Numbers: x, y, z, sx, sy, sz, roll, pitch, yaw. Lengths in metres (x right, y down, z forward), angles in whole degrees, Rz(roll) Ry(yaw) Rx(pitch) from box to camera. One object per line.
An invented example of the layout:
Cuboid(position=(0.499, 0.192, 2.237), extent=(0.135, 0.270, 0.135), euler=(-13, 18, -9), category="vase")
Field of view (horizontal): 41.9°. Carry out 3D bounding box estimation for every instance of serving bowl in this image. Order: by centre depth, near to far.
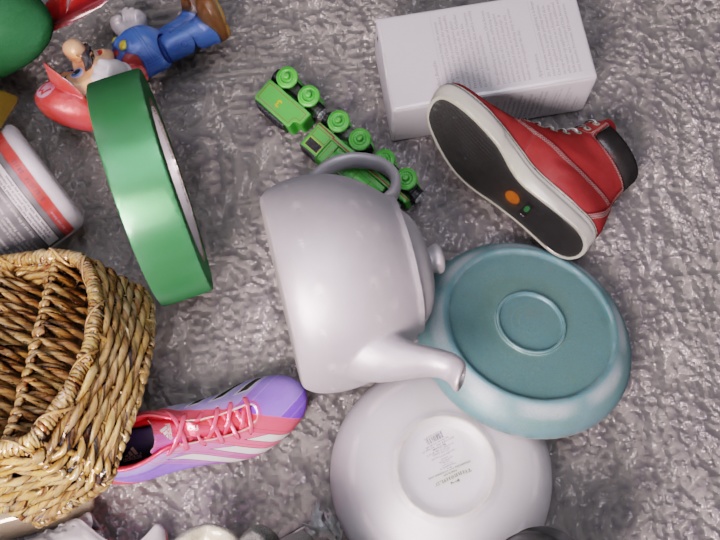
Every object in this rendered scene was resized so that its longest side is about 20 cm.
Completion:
Cuboid(position=(0.071, 0.172, 0.809), extent=(0.198, 0.066, 0.202), euler=(0, 71, 1), category="serving bowl")

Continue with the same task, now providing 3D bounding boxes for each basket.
Cuboid(position=(-0.261, 0.074, 0.743), extent=(0.142, 0.149, 0.201), euler=(-32, 39, 33), category="basket")

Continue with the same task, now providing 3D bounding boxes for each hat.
Cuboid(position=(-0.306, -0.214, 0.902), extent=(0.175, 0.201, 0.166), euler=(23, 31, -10), category="hat")

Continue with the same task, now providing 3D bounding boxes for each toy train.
Cuboid(position=(-0.023, -0.123, 0.921), extent=(0.200, 0.042, 0.056), euler=(42, 87, 13), category="toy train")

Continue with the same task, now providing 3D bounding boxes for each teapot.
Cuboid(position=(0.000, 0.000, 0.806), extent=(0.144, 0.197, 0.202), euler=(-14, 96, -6), category="teapot")

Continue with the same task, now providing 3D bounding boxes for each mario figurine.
Cuboid(position=(-0.231, -0.218, 0.914), extent=(0.199, 0.123, 0.106), euler=(-37, 87, -15), category="mario figurine")

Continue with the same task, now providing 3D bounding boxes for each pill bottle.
Cuboid(position=(-0.364, -0.031, 0.854), extent=(0.199, 0.116, 0.116), euler=(-38, 75, -11), category="pill bottle")

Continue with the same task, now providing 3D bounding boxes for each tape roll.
Cuboid(position=(-0.181, -0.072, 0.820), extent=(0.048, 0.201, 0.202), euler=(-18, 72, -5), category="tape roll")

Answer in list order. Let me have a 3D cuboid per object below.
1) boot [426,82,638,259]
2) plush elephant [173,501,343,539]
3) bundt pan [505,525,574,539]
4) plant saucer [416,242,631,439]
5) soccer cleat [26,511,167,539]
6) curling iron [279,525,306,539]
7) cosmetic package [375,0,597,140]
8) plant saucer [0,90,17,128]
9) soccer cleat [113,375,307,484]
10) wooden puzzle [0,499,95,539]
Cuboid(position=(0.166, -0.125, 0.885), extent=(0.200, 0.072, 0.144), euler=(42, 60, -2), category="boot")
Cuboid(position=(-0.078, 0.273, 0.719), extent=(0.154, 0.200, 0.165), euler=(-33, 106, 3), category="plush elephant")
Cuboid(position=(0.103, 0.276, 0.714), extent=(0.202, 0.202, 0.076), euler=(-44, 63, -13), category="bundt pan")
Cuboid(position=(0.149, 0.051, 0.835), extent=(0.198, 0.028, 0.202), euler=(5, 55, -7), category="plant saucer")
Cuboid(position=(-0.258, 0.245, 0.792), extent=(0.198, 0.069, 0.086), euler=(4, 60, 1), category="soccer cleat")
Cuboid(position=(-0.126, 0.273, 0.793), extent=(0.199, 0.050, 0.026), euler=(-33, 66, -16), category="curling iron")
Cuboid(position=(0.119, -0.201, 0.926), extent=(0.198, 0.071, 0.103), euler=(-9, 73, -2), category="cosmetic package")
Cuboid(position=(-0.413, -0.092, 0.825), extent=(0.199, 0.049, 0.201), euler=(-29, 28, 8), category="plant saucer")
Cuboid(position=(-0.142, 0.138, 0.815), extent=(0.198, 0.077, 0.067), euler=(-16, 75, -3), category="soccer cleat")
Cuboid(position=(-0.342, 0.140, 0.834), extent=(0.183, 0.046, 0.202), euler=(-14, 72, -4), category="wooden puzzle")
